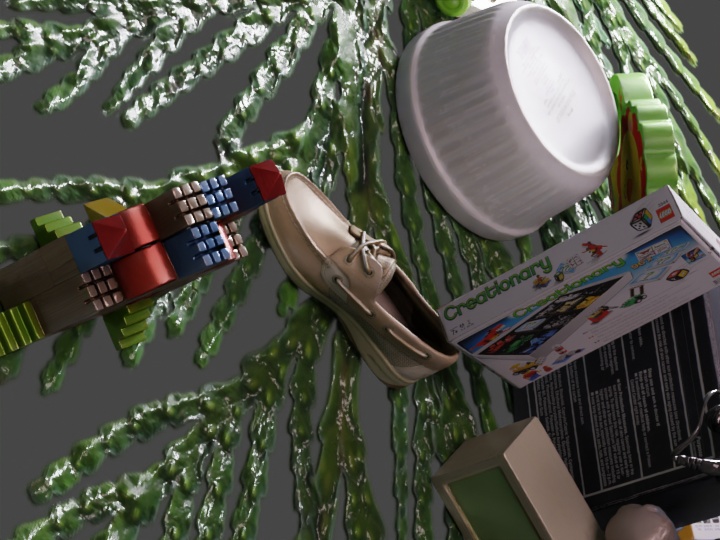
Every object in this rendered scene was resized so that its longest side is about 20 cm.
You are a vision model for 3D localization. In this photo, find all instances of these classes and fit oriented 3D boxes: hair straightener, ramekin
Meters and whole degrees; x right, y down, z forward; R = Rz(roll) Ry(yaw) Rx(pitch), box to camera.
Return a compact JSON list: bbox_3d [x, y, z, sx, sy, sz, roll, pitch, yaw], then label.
[{"bbox_3d":[0.286,0.117,1.360,0.200,0.041,0.077,-1,73,-46],"label":"hair straightener"},{"bbox_3d":[0.133,-0.134,1.574,0.200,0.105,0.200,26,53,-40],"label":"ramekin"}]

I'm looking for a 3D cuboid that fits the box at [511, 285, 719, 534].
[{"bbox_3d":[0.237,0.102,1.496,0.123,0.198,0.200,19,58,-43],"label":"box"}]

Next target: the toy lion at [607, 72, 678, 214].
[{"bbox_3d":[0.245,-0.089,1.624,0.192,0.069,0.200,91,-5,-64],"label":"toy lion"}]

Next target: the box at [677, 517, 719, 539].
[{"bbox_3d":[0.301,0.173,1.666,0.119,0.041,0.200,9,67,-48],"label":"box"}]

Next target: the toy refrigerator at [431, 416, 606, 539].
[{"bbox_3d":[0.142,0.222,1.419,0.200,0.076,0.070,60,38,-8],"label":"toy refrigerator"}]

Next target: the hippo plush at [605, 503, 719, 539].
[{"bbox_3d":[0.296,0.249,1.395,0.200,0.161,0.160,36,40,-47],"label":"hippo plush"}]

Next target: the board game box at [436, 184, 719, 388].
[{"bbox_3d":[0.173,0.017,1.392,0.126,0.200,0.035,35,32,-54],"label":"board game box"}]

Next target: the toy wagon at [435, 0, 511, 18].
[{"bbox_3d":[0.077,-0.319,1.660,0.200,0.040,0.155,55,38,-12],"label":"toy wagon"}]

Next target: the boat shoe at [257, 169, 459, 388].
[{"bbox_3d":[0.000,0.000,1.376,0.200,0.065,0.072,53,39,-16],"label":"boat shoe"}]

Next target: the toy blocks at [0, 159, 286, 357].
[{"bbox_3d":[-0.131,-0.014,1.169,0.200,0.137,0.100,-23,89,-52],"label":"toy blocks"}]
